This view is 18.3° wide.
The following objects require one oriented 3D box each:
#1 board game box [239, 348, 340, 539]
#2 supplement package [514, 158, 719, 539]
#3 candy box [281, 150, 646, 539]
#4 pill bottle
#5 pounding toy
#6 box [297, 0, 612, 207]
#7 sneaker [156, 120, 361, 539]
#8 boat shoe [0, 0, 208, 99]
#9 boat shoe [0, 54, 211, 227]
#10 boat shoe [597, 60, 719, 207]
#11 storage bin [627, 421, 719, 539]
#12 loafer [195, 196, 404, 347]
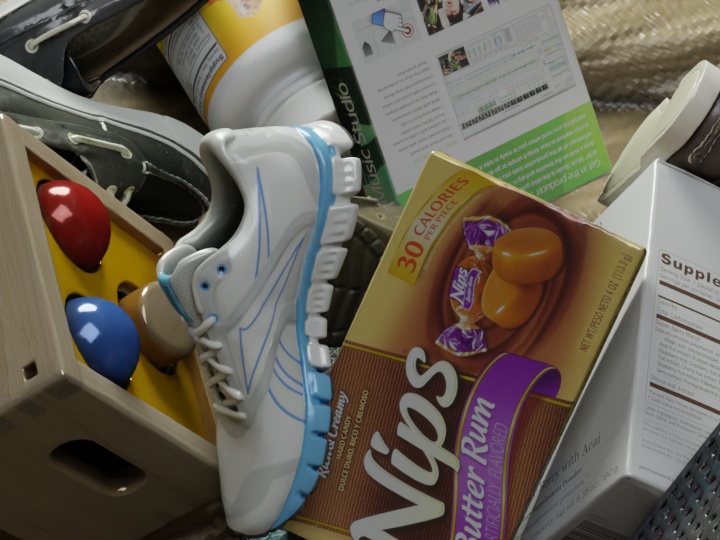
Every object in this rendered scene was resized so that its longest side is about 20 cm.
[{"bbox_3d":[-0.008,0.075,1.195,0.134,0.028,0.201,-3,55,-11],"label":"board game box"},{"bbox_3d":[0.162,0.069,1.153,0.119,0.121,0.201,23,50,-15],"label":"supplement package"},{"bbox_3d":[0.047,0.056,1.097,0.116,0.056,0.201,26,93,7],"label":"candy box"},{"bbox_3d":[-0.060,-0.140,1.297,0.109,0.109,0.200,-20,59,-22],"label":"pill bottle"},{"bbox_3d":[-0.133,0.026,1.121,0.142,0.200,0.185,-30,55,16],"label":"pounding toy"},{"bbox_3d":[0.048,-0.119,1.233,0.144,0.036,0.201,-26,104,-27],"label":"box"},{"bbox_3d":[-0.059,0.026,1.058,0.086,0.075,0.201,4,92,-33],"label":"sneaker"},{"bbox_3d":[-0.164,-0.120,1.235,0.200,0.074,0.060,-39,69,-6],"label":"boat shoe"},{"bbox_3d":[-0.154,-0.054,1.208,0.199,0.071,0.064,20,44,-32],"label":"boat shoe"},{"bbox_3d":[0.182,-0.061,1.238,0.059,0.200,0.072,31,78,-1],"label":"boat shoe"},{"bbox_3d":[0.185,0.174,1.023,0.135,0.200,0.094,32,13,-17],"label":"storage bin"},{"bbox_3d":[0.000,0.000,1.159,0.199,0.076,0.067,13,10,-26],"label":"loafer"}]
